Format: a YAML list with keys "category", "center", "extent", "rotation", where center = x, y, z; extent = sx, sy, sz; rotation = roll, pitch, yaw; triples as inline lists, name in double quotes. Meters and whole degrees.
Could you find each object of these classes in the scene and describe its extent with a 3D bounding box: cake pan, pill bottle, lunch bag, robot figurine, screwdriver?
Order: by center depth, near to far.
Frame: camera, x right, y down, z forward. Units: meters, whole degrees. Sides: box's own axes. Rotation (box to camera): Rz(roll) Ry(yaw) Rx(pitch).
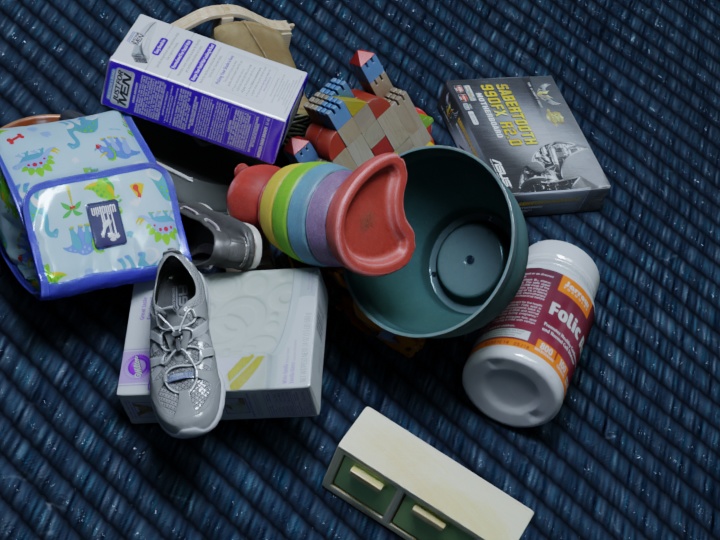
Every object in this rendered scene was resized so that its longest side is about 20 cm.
- category: "lunch bag"
  center: [-0.287, -0.061, 1.604]
  extent: [0.169, 0.128, 0.201]
  rotation: [-13, 55, -29]
- category: "screwdriver"
  center: [-0.259, -0.139, 1.712]
  extent: [0.199, 0.029, 0.028]
  rotation: [22, 26, 30]
- category: "pill bottle"
  center: [0.195, 0.066, 1.716]
  extent: [0.113, 0.115, 0.201]
  rotation: [25, 47, 4]
- category: "robot figurine"
  center: [0.000, 0.000, 1.719]
  extent: [0.199, 0.058, 0.145]
  rotation: [36, 46, -11]
- category: "cake pan"
  center: [-0.186, -0.140, 1.786]
  extent: [0.199, 0.037, 0.201]
  rotation: [18, 36, -13]

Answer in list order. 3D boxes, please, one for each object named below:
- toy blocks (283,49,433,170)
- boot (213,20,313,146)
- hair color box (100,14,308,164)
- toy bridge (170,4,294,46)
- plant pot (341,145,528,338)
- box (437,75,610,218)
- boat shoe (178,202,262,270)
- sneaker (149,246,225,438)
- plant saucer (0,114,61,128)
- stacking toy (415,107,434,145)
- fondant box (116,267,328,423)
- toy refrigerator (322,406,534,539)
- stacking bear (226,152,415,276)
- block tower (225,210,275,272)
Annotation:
- category: "toy blocks"
  center: [-0.010, -0.158, 1.789]
  extent: [0.200, 0.137, 0.100]
  rotation: [-45, 38, -16]
- category: "boot"
  center: [-0.141, -0.229, 1.849]
  extent: [0.174, 0.066, 0.201]
  rotation: [13, 34, -34]
- category: "hair color box"
  center: [-0.167, -0.197, 1.675]
  extent: [0.199, 0.065, 0.110]
  rotation: [21, 37, -1]
- category: "toy bridge"
  center: [-0.173, -0.298, 1.935]
  extent: [0.198, 0.068, 0.027]
  rotation: [-9, 47, -25]
- category: "plant pot"
  center: [0.097, -0.019, 1.648]
  extent: [0.201, 0.200, 0.134]
  rotation: [54, 16, 27]
- category: "box"
  center: [0.204, -0.158, 1.959]
  extent: [0.157, 0.048, 0.201]
  rotation: [-5, 53, -22]
- category: "boat shoe"
  center: [-0.178, -0.037, 1.642]
  extent: [0.057, 0.068, 0.199]
  rotation: [2, 6, -37]
- category: "sneaker"
  center: [-0.180, 0.069, 1.500]
  extent: [0.074, 0.082, 0.201]
  rotation: [-14, 54, 1]
- category: "plant saucer"
  center: [-0.331, -0.093, 1.727]
  extent: [0.199, 0.032, 0.201]
  rotation: [10, 47, -11]
- category: "stacking toy"
  center: [0.067, -0.122, 1.869]
  extent: [0.085, 0.086, 0.201]
  rotation: [7, 41, -13]
- category: "fondant box"
  center: [-0.137, 0.076, 1.574]
  extent: [0.198, 0.058, 0.145]
  rotation: [-4, 54, 10]
- category: "toy refrigerator"
  center: [0.065, 0.231, 1.555]
  extent: [0.199, 0.076, 0.070]
  rotation: [32, 48, 9]
- category: "stacking bear"
  center: [-0.057, -0.064, 1.604]
  extent: [0.199, 0.122, 0.113]
  rotation: [13, 30, 42]
- category: "block tower"
  center: [-0.112, 0.021, 1.678]
  extent: [0.054, 0.058, 0.201]
  rotation: [-16, 52, 0]
